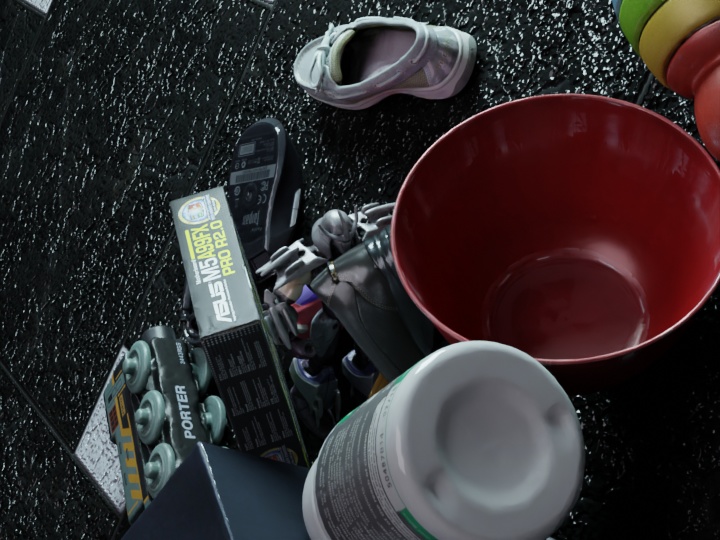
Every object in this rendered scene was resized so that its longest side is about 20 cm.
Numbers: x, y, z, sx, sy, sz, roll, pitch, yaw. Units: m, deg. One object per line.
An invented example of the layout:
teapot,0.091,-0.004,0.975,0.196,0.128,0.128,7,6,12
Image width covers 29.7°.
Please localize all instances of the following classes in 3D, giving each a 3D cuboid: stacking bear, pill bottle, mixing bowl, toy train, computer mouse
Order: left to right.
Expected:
toy train,-0.169,0.148,1.177,0.114,0.085,0.201,-53,42,38
computer mouse,-0.101,-0.026,1.192,0.140,0.046,0.202,-14,69,46
pill bottle,0.037,0.120,0.783,0.200,0.112,0.114,135,140,-63
mixing bowl,0.124,0.000,0.833,0.198,0.109,0.201,-5,54,7
stacking bear,0.218,-0.152,0.822,0.113,0.121,0.201,-35,58,33

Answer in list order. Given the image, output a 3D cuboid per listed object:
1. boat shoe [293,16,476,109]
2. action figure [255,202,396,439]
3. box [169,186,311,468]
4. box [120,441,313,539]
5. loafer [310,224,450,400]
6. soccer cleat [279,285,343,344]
boat shoe,0.007,-0.174,1.108,0.201,0.064,0.075,12,84,51
action figure,-0.009,0.032,0.951,0.201,0.129,0.070,88,158,-44
box,-0.085,0.063,1.005,0.044,0.201,0.161,-17,41,-3
box,-0.071,0.240,0.926,0.200,0.196,0.118,-50,42,23
loafer,0.037,0.071,0.896,0.072,0.201,0.073,-24,8,7
soccer cleat,0.000,0.000,1.049,0.200,0.066,0.077,-31,48,42
